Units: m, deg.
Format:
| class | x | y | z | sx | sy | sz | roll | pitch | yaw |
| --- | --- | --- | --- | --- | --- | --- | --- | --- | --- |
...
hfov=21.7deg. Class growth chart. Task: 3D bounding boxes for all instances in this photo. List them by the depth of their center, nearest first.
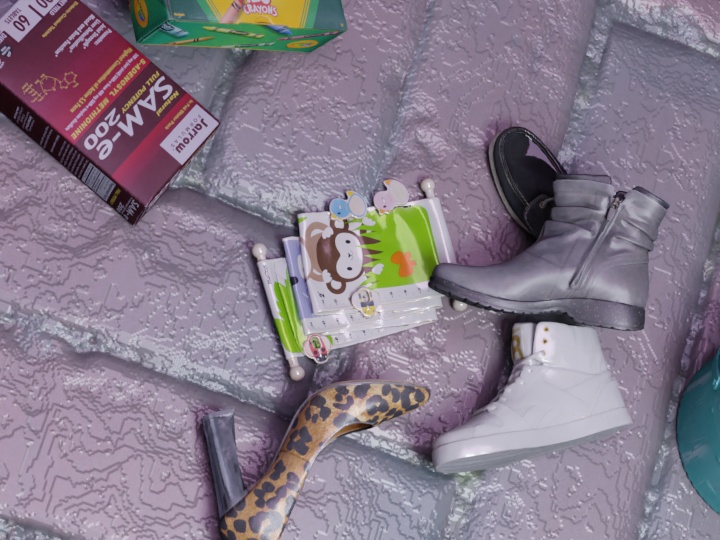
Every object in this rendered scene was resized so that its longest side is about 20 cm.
| class | x | y | z | sx | sy | sz | roll | pitch | yaw |
| --- | --- | --- | --- | --- | --- | --- | --- | --- | --- |
| growth chart | 0.000 | 0.000 | 1.663 | 0.199 | 0.018 | 0.145 | -20 | 82 | -23 |

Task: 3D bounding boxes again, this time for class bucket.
| class | x | y | z | sx | sy | sz | roll | pitch | yaw |
| --- | --- | --- | --- | --- | --- | --- | --- | --- | --- |
| bucket | 0.391 | 0.138 | 1.679 | 0.206 | 0.135 | 0.208 | 4 | 74 | -16 |

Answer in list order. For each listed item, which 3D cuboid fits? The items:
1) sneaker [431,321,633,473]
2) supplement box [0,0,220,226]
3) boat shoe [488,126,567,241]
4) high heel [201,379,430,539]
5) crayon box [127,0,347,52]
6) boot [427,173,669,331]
| class | x | y | z | sx | sy | sz | roll | pitch | yaw |
| --- | --- | --- | --- | --- | --- | --- | --- | --- | --- |
| sneaker | 0.136 | 0.107 | 1.650 | 0.199 | 0.074 | 0.116 | -11 | 77 | -29 |
| supplement box | -0.232 | -0.147 | 1.611 | 0.200 | 0.061 | 0.109 | 40 | 67 | -4 |
| boat shoe | 0.187 | -0.049 | 1.708 | 0.072 | 0.068 | 0.200 | -27 | 82 | -20 |
| high heel | -0.026 | 0.172 | 1.573 | 0.199 | 0.071 | 0.143 | -12 | 72 | -3 |
| crayon box | -0.113 | -0.259 | 1.642 | 0.200 | 0.058 | 0.119 | -3 | 76 | -42 |
| boot | 0.164 | -0.024 | 1.649 | 0.199 | 0.070 | 0.132 | 9 | 89 | -3 |
